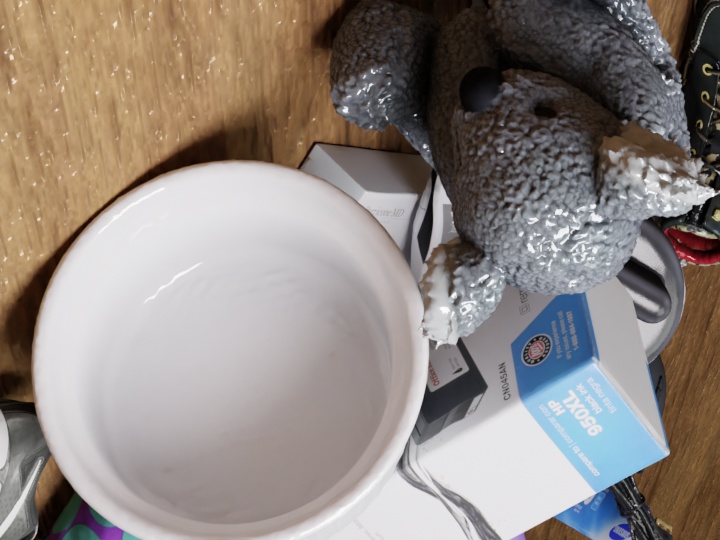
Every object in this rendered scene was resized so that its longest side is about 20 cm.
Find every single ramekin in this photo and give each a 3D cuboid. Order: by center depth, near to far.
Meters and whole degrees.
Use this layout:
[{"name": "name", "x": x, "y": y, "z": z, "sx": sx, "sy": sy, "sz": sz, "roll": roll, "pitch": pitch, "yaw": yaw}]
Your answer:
[{"name": "ramekin", "x": -0.062, "y": 0.054, "z": 0.950, "sx": 0.200, "sy": 0.201, "sz": 0.098, "roll": -41, "pitch": 164, "yaw": -9}]

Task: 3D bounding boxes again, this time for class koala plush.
[{"name": "koala plush", "x": 0.094, "y": -0.055, "z": 0.909, "sx": 0.176, "sy": 0.184, "sz": 0.201, "roll": -28, "pitch": -155, "yaw": 15}]

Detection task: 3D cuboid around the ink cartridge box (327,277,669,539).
[{"name": "ink cartridge box", "x": 0.060, "y": 0.079, "z": 1.039, "sx": 0.199, "sy": 0.145, "sz": 0.084, "roll": -31, "pitch": 121, "yaw": 18}]

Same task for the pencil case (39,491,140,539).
[{"name": "pencil case", "x": -0.119, "y": 0.140, "z": 1.076, "sx": 0.084, "sy": 0.093, "sz": 0.200, "roll": 10, "pitch": 134, "yaw": -35}]

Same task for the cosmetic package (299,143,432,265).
[{"name": "cosmetic package", "x": 0.000, "y": 0.000, "z": 1.143, "sx": 0.199, "sy": 0.052, "sz": 0.152, "roll": -1, "pitch": 127, "yaw": -59}]

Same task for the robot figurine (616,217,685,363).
[{"name": "robot figurine", "x": 0.142, "y": 0.000, "z": 1.221, "sx": 0.149, "sy": 0.126, "sz": 0.200, "roll": -21, "pitch": -162, "yaw": 3}]

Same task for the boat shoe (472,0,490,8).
[{"name": "boat shoe", "x": 0.097, "y": -0.163, "z": 1.023, "sx": 0.071, "sy": 0.064, "sz": 0.200, "roll": -42, "pitch": 156, "yaw": -8}]

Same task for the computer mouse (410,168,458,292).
[{"name": "computer mouse", "x": 0.066, "y": -0.016, "z": 1.091, "sx": 0.108, "sy": 0.044, "sz": 0.201, "roll": 3, "pitch": 129, "yaw": -14}]

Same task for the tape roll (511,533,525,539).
[{"name": "tape roll", "x": 0.024, "y": 0.214, "z": 1.346, "sx": 0.198, "sy": 0.066, "sz": 0.200, "roll": -14, "pitch": -177, "yaw": 1}]

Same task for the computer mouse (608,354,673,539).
[{"name": "computer mouse", "x": 0.198, "y": 0.116, "z": 1.267, "sx": 0.046, "sy": 0.141, "sz": 0.200, "roll": -18, "pitch": -157, "yaw": 16}]

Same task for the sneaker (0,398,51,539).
[{"name": "sneaker", "x": -0.218, "y": 0.146, "z": 0.988, "sx": 0.090, "sy": 0.066, "sz": 0.201, "roll": -1, "pitch": 129, "yaw": -55}]

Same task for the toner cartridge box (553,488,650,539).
[{"name": "toner cartridge box", "x": 0.127, "y": 0.140, "z": 1.262, "sx": 0.043, "sy": 0.095, "sz": 0.200, "roll": -57, "pitch": 151, "yaw": -2}]

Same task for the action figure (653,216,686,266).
[{"name": "action figure", "x": 0.217, "y": -0.018, "z": 1.395, "sx": 0.118, "sy": 0.054, "sz": 0.202, "roll": 21, "pitch": 82, "yaw": -63}]

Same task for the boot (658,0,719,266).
[{"name": "boot", "x": 0.256, "y": -0.103, "z": 1.296, "sx": 0.204, "sy": 0.073, "sz": 0.155, "roll": 68, "pitch": 36, "yaw": -69}]
